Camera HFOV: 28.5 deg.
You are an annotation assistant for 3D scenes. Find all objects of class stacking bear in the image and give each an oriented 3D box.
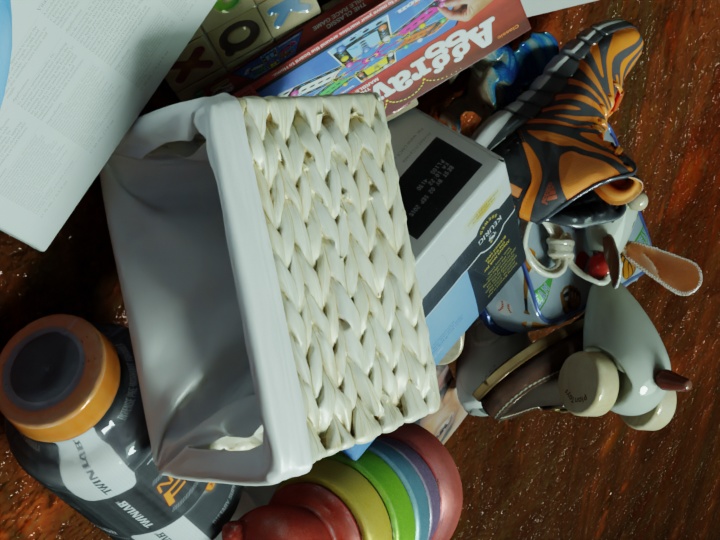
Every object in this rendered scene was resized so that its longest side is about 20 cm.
[{"bbox_3d":[-0.022,0.181,0.991,0.113,0.122,0.199,-33,172,34],"label":"stacking bear"}]

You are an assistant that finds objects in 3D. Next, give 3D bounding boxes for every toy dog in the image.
[{"bbox_3d":[0.211,0.028,1.090,0.131,0.096,0.202,-17,92,-41],"label":"toy dog"}]

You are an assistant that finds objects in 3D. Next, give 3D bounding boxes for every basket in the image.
[{"bbox_3d":[-0.051,0.006,0.790,0.123,0.135,0.202,-12,92,-37],"label":"basket"}]

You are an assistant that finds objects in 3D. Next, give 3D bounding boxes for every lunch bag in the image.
[{"bbox_3d":[0.157,-0.044,1.177,0.199,0.075,0.162,-25,94,-46],"label":"lunch bag"}]

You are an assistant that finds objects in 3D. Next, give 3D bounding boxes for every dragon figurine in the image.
[{"bbox_3d":[0.108,-0.157,1.058,0.100,0.059,0.201,-47,154,-19],"label":"dragon figurine"}]

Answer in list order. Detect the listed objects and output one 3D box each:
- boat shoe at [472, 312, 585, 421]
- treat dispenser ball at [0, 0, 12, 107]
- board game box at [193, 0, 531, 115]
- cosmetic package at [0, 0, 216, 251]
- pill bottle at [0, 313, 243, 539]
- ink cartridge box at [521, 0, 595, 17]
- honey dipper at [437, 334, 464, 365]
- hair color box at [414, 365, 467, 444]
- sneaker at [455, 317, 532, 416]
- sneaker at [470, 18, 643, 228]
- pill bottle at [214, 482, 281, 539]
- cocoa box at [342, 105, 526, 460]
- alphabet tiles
[{"bbox_3d":[0.173,0.080,1.153,0.199,0.071,0.070,-25,164,-41],"label":"boat shoe"},{"bbox_3d":[-0.222,-0.086,0.489,0.200,0.200,0.202,-37,146,-31],"label":"treat dispenser ball"},{"bbox_3d":[0.005,-0.129,0.869,0.199,0.020,0.103,-31,152,6],"label":"board game box"},{"bbox_3d":[-0.158,-0.124,0.703,0.201,0.052,0.151,-55,153,-1],"label":"cosmetic package"},{"bbox_3d":[-0.151,0.101,0.881,0.106,0.106,0.200,-49,150,-12],"label":"pill bottle"},{"bbox_3d":[0.121,-0.259,0.932,0.199,0.045,0.177,-18,129,-28],"label":"ink cartridge box"},{"bbox_3d":[0.067,0.021,1.120,0.200,0.038,0.038,-71,-176,-71],"label":"honey dipper"},{"bbox_3d":[0.019,0.105,1.186,0.111,0.064,0.200,-50,151,-13],"label":"hair color box"},{"bbox_3d":[0.113,0.030,1.214,0.087,0.074,0.201,55,39,-45],"label":"sneaker"},{"bbox_3d":[0.171,-0.098,1.040,0.200,0.112,0.078,-45,155,-24],"label":"sneaker"},{"bbox_3d":[-0.071,0.225,1.117,0.113,0.112,0.200,-53,151,-4],"label":"pill bottle"},{"bbox_3d":[0.000,0.000,0.978,0.200,0.133,0.131,-48,151,-14],"label":"cocoa box"},{"bbox_3d":[-0.029,-0.131,0.862,0.166,0.008,0.200,-29,150,1],"label":"alphabet tiles"}]
